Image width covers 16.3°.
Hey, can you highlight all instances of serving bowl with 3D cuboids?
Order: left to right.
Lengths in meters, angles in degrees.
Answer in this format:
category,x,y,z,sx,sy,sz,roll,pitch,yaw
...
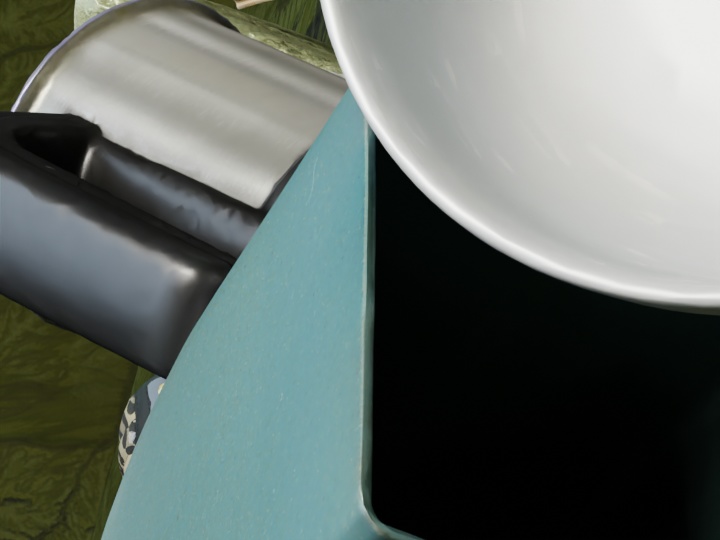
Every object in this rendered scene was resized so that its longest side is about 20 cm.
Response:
category,x,y,z,sx,sy,sz,roll,pitch,yaw
serving bowl,0.093,-0.081,0.545,0.066,0.200,0.200,33,-110,-62

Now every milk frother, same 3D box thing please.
category,x,y,z,sx,sy,sz,roll,pitch,yaw
milk frother,-0.008,-0.048,0.734,0.188,0.180,0.200,26,88,39

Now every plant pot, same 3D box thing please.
category,x,y,z,sx,sy,sz,roll,pitch,yaw
plant pot,0.010,0.083,0.608,0.200,0.141,0.141,-49,27,38

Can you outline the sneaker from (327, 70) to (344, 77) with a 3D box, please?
category,x,y,z,sx,sy,sz,roll,pitch,yaw
sneaker,0.000,0.000,0.932,0.200,0.085,0.073,114,146,-55

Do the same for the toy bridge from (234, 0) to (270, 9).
category,x,y,z,sx,sy,sz,roll,pitch,yaw
toy bridge,0.035,-0.144,1.023,0.067,0.200,0.027,-83,-29,-48

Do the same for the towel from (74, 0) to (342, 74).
category,x,y,z,sx,sy,sz,roll,pitch,yaw
towel,-0.018,-0.074,1.041,0.200,0.148,0.037,10,-76,-65

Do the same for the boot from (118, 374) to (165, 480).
category,x,y,z,sx,sy,sz,roll,pitch,yaw
boot,-0.042,0.090,0.844,0.204,0.073,0.154,106,153,-59
